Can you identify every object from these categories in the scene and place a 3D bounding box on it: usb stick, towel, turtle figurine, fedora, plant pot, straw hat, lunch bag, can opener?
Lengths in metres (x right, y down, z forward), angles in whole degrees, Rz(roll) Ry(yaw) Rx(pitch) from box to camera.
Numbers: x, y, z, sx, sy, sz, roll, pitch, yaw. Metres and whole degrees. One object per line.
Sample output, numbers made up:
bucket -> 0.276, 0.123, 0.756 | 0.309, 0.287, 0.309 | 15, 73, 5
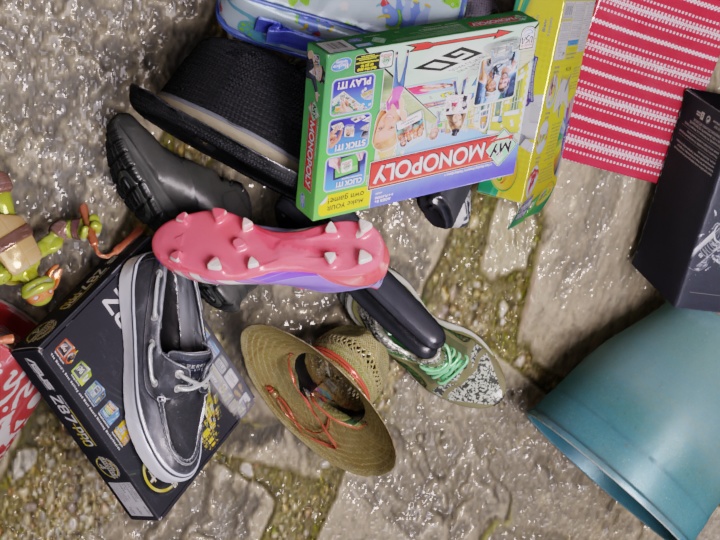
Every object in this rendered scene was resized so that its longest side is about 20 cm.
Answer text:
usb stick -> 0.101, -0.126, 1.082 | 0.201, 0.032, 0.056 | -63, 145, -25
towel -> 0.259, -0.188, 1.155 | 0.143, 0.023, 0.201 | 13, 110, -17
turtle figurine -> -0.299, -0.035, 1.070 | 0.199, 0.064, 0.162 | -34, 100, -28
fedora -> -0.085, -0.128, 1.018 | 0.200, 0.200, 0.092 | 28, 88, -19
plant pot -> 0.296, 0.134, 1.204 | 0.200, 0.200, 0.188 | 43, 87, -22
straw hat -> -0.017, 0.096, 1.161 | 0.085, 0.200, 0.202 | -45, 116, -27
lunch bag -> -0.012, -0.240, 1.003 | 0.198, 0.083, 0.162 | 14, 68, -8
can opener -> 0.000, 0.000, 1.104 | 0.079, 0.063, 0.200 | -41, 76, -15

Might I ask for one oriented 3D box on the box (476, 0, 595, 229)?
box -> 0.153, -0.141, 1.093 | 0.048, 0.117, 0.202 | 14, 106, 21

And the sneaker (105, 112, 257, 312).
sneaker -> -0.149, -0.062, 1.106 | 0.091, 0.076, 0.201 | -42, 106, -21

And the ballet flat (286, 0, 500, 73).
ballet flat -> 0.023, -0.215, 1.084 | 0.199, 0.072, 0.073 | -13, 113, -5

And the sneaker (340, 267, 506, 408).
sneaker -> 0.065, 0.080, 1.186 | 0.200, 0.089, 0.077 | 37, 101, -21

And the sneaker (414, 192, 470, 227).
sneaker -> 0.015, -0.101, 1.119 | 0.129, 0.080, 0.199 | -12, 145, 23

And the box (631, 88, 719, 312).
box -> 0.387, -0.057, 1.177 | 0.198, 0.104, 0.183 | 6, 114, -16

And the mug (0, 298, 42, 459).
mug -> -0.377, 0.121, 1.091 | 0.200, 0.133, 0.177 | -51, 134, 7

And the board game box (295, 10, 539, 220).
board game box -> 0.045, -0.122, 0.961 | 0.199, 0.029, 0.136 | -15, 126, -31

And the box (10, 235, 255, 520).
box -> -0.197, 0.097, 1.116 | 0.049, 0.161, 0.201 | -8, 121, 40

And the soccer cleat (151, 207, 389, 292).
soccer cleat -> -0.074, -0.009, 1.046 | 0.198, 0.067, 0.077 | 0, 151, 5

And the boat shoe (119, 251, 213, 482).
boat shoe -> -0.159, 0.082, 1.073 | 0.071, 0.067, 0.202 | -1, 85, -49
